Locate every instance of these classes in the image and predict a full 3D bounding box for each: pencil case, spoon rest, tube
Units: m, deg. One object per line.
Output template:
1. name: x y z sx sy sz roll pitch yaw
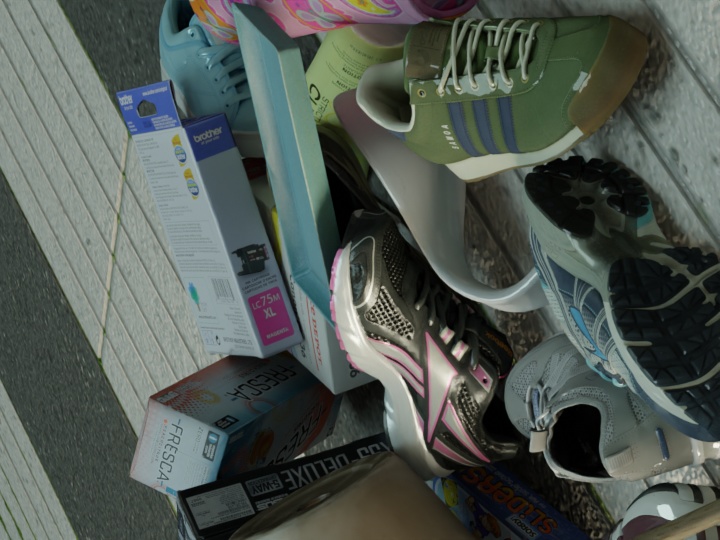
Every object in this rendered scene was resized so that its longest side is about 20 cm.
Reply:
1. pencil case: -0.017 -0.177 1.258 0.199 0.087 0.088 2 111 49
2. spoon rest: 0.049 -0.042 1.290 0.061 0.099 0.200 -52 52 13
3. tube: -0.008 -0.114 1.398 0.058 0.052 0.200 64 157 17

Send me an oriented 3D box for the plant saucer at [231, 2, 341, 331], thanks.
1. plant saucer: -0.037 -0.061 1.279 0.070 0.019 0.201 48 157 50

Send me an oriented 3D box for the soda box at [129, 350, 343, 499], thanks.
1. soda box: -0.081 0.103 1.543 0.068 0.200 0.064 23 111 19

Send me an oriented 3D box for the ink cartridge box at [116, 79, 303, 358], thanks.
1. ink cartridge box: -0.106 -0.039 1.520 0.119 0.042 0.201 0 113 67

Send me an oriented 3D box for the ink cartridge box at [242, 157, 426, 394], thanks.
1. ink cartridge box: -0.023 0.003 1.505 0.200 0.067 0.117 37 141 53

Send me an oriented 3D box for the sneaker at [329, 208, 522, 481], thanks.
1. sneaker: 0.047 0.041 1.314 0.081 0.086 0.201 -75 -30 -44

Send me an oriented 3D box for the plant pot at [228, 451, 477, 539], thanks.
1. plant pot: 0.011 0.211 1.315 0.174 0.199 0.200 63 158 -3

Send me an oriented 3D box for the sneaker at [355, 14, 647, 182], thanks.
1. sneaker: 0.064 -0.100 1.158 0.200 0.089 0.067 -22 44 64

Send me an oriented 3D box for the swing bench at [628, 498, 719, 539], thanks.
1. swing bench: 0.174 0.205 1.035 0.201 0.198 0.130 68 155 6

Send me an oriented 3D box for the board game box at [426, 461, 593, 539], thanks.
1. board game box: 0.089 0.215 1.435 0.135 0.034 0.201 37 142 37

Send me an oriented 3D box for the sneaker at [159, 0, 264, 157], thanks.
1. sneaker: -0.098 -0.145 1.554 0.200 0.074 0.082 39 144 50

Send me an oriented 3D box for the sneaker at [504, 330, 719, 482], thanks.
1. sneaker: 0.121 0.077 1.212 0.200 0.082 0.075 -2 106 69

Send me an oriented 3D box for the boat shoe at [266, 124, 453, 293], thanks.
1. boat shoe: 0.000 0.000 1.382 0.200 0.074 0.073 53 -168 0

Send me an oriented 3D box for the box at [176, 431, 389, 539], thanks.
1. box: -0.025 0.193 1.490 0.050 0.199 0.158 -122 25 -43

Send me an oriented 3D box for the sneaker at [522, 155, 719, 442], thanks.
1. sneaker: 0.149 0.026 1.133 0.200 0.077 0.087 -119 20 -46

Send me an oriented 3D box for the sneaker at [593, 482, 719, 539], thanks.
1. sneaker: 0.156 0.205 1.202 0.200 0.075 0.116 111 160 -58
